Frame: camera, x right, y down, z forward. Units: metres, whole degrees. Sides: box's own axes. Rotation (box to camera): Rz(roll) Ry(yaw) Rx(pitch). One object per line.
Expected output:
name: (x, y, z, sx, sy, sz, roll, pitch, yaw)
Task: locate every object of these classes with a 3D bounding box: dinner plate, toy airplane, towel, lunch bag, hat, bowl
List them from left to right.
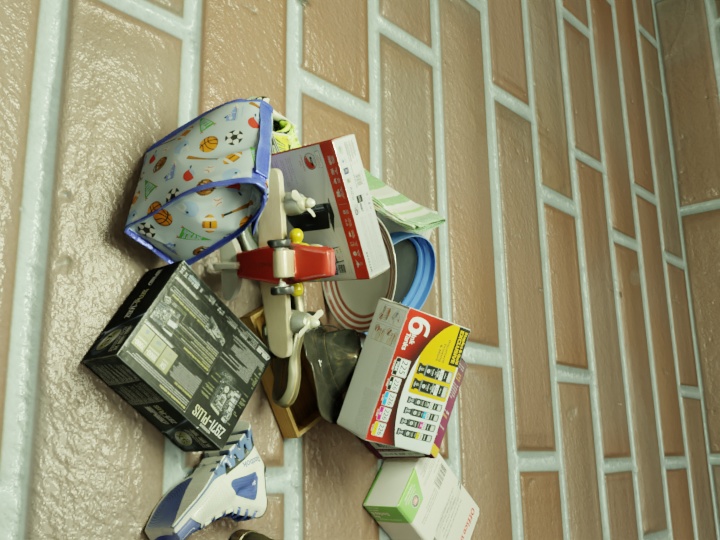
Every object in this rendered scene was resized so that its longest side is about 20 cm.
lunch bag: (-0.194, -0.121, 1.023, 0.124, 0.199, 0.171, 39, 34, -38)
toy airplane: (-0.110, -0.009, 1.075, 0.140, 0.201, 0.200, -6, 48, -39)
hat: (-0.027, 0.144, 1.209, 0.201, 0.080, 0.202, -15, 90, -81)
dinner plate: (0.000, 0.000, 1.249, 0.024, 0.200, 0.202, -4, 83, -38)
towel: (0.040, -0.127, 1.302, 0.024, 0.199, 0.152, -63, 164, 19)
bowl: (0.054, 0.024, 1.360, 0.200, 0.039, 0.202, -29, 134, -35)

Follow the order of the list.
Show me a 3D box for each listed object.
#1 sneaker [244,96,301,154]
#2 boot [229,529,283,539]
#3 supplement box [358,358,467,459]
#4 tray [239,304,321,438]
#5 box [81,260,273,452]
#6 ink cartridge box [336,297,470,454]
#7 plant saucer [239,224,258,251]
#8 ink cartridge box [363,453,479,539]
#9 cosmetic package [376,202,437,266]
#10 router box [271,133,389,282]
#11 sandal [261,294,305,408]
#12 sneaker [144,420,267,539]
sneaker: (-0.128, -0.198, 1.247, 0.200, 0.076, 0.076, 43, 49, -36)
boot: (-0.105, 0.453, 1.083, 0.075, 0.096, 0.201, -47, 115, -45)
supplement box: (0.086, 0.218, 1.348, 0.103, 0.130, 0.201, 50, 48, -29)
tray: (-0.114, 0.148, 1.203, 0.098, 0.037, 0.201, -31, 105, -49)
box: (-0.235, 0.117, 1.027, 0.200, 0.086, 0.164, 50, 46, -28)
ink cartridge box: (0.083, 0.165, 1.171, 0.175, 0.084, 0.201, 20, 87, -35)
plant saucer: (-0.128, -0.082, 1.226, 0.199, 0.050, 0.202, 4, 85, -46)
ink cartridge box: (0.113, 0.418, 1.361, 0.201, 0.084, 0.146, 55, 45, -24)
cosmetic package: (0.040, -0.073, 1.379, 0.199, 0.081, 0.114, -2, 113, -50)
router box: (-0.060, -0.084, 1.133, 0.049, 0.179, 0.201, -27, 106, -44)
sandal: (-0.120, 0.100, 1.136, 0.054, 0.080, 0.202, 9, 76, -26)
sneaker: (-0.184, 0.311, 1.041, 0.116, 0.080, 0.200, 60, 41, -17)
